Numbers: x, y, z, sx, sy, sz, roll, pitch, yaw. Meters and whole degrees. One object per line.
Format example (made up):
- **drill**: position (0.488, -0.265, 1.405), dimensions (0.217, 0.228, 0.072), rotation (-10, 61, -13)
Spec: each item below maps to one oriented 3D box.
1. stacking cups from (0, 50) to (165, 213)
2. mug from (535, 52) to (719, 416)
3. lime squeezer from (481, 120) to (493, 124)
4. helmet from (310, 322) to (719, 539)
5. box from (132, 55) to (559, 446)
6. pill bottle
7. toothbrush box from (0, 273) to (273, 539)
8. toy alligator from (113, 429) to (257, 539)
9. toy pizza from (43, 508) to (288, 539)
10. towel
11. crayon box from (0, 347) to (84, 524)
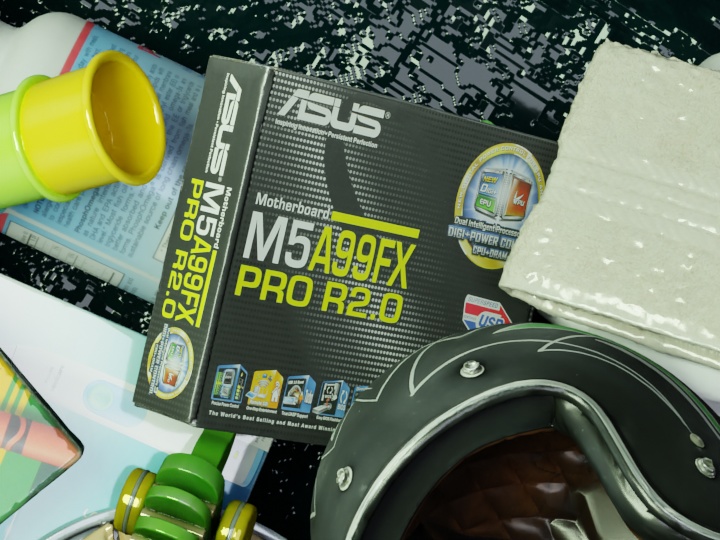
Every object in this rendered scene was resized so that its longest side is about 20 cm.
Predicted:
- **stacking cups**: position (-0.183, -0.041, 1.176), dimensions (0.200, 0.060, 0.061), rotation (-16, 89, 28)
- **mug**: position (0.169, -0.013, 1.283), dimensions (0.199, 0.148, 0.176), rotation (8, 79, 23)
- **lime squeezer**: position (0.036, 0.024, 1.304), dimensions (0.070, 0.038, 0.201), rotation (0, 86, -8)
- **helmet**: position (0.077, 0.115, 1.150), dimensions (0.190, 0.200, 0.200), rotation (35, 82, 21)
- **box**: position (0.000, 0.000, 1.206), dimensions (0.200, 0.044, 0.161), rotation (12, 93, -44)
- **pill bottle**: position (-0.120, -0.054, 1.251), dimensions (0.200, 0.109, 0.109), rotation (25, 84, -6)
- **toothbrush box**: position (-0.154, 0.087, 1.251), dimensions (0.200, 0.085, 0.147), rotation (25, 85, -5)
- **toy alligator**: position (-0.095, 0.148, 1.154), dimensions (0.059, 0.054, 0.200), rotation (19, 70, 8)
- **toy pizza**: position (-0.089, 0.206, 1.199), dimensions (0.199, 0.032, 0.201), rotation (0, 90, -9)
- **towel**: position (0.176, -0.021, 1.186), dimensions (0.199, 0.034, 0.133), rotation (18, 76, 20)
- **crayon box**: position (-0.238, 0.097, 1.173), dimensions (0.200, 0.051, 0.127), rotation (-40, 92, -5)
